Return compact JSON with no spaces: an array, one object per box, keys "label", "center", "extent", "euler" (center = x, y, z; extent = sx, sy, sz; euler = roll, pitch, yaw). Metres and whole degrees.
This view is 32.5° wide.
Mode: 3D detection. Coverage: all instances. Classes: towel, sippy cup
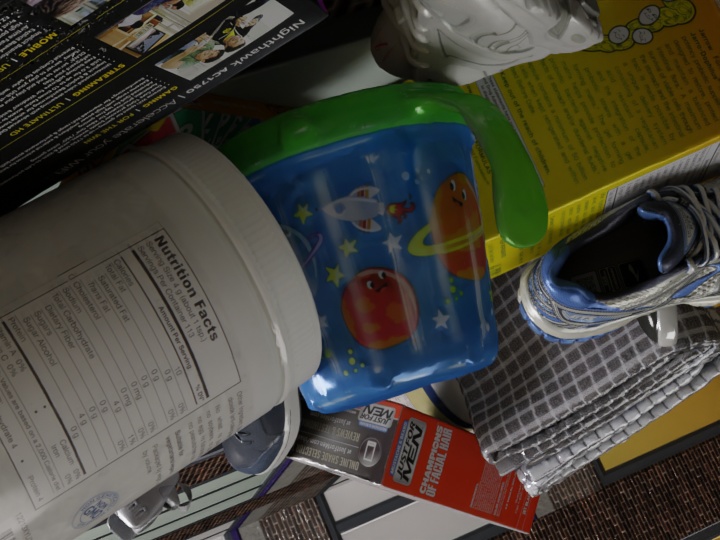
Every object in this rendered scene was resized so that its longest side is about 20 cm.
[{"label":"towel","center":[0.151,0.044,0.911],"extent":[0.200,0.166,0.085],"euler":[-37,144,20]},{"label":"sippy cup","center":[0.005,-0.005,0.595],"extent":[0.139,0.131,0.178],"euler":[-14,172,-10]}]

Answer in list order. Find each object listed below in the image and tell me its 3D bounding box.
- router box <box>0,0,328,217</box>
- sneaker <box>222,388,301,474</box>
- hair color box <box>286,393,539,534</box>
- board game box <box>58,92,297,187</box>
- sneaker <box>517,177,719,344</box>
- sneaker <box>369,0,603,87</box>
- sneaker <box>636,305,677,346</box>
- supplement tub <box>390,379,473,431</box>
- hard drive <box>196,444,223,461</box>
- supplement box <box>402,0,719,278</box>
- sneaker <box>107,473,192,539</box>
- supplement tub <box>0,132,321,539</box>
[{"label":"router box","center":[-0.127,-0.080,0.449],"extent":[0.199,0.051,0.149],"euler":[-28,168,15]},{"label":"sneaker","center":[-0.108,0.085,0.838],"extent":[0.146,0.077,0.203],"euler":[-27,142,-37]},{"label":"hair color box","center":[0.045,0.147,0.963],"extent":[0.110,0.064,0.199],"euler":[9,168,42]},{"label":"board game box","center":[-0.075,-0.045,0.653],"extent":[0.200,0.030,0.096],"euler":[-5,131,-60]},{"label":"sneaker","center":[0.191,-0.015,0.730],"extent":[0.199,0.077,0.085],"euler":[-24,162,-3]},{"label":"sneaker","center":[0.041,-0.118,0.553],"extent":[0.099,0.078,0.200],"euler":[-26,166,22]},{"label":"sneaker","center":[0.146,-0.029,0.832],"extent":[0.098,0.201,0.071],"euler":[-15,151,2]},{"label":"supplement tub","center":[0.037,0.087,1.120],"extent":[0.199,0.145,0.144],"euler":[-21,171,39]},{"label":"hard drive","center":[-0.121,0.088,0.980],"extent":[0.199,0.043,0.135],"euler":[-32,131,32]},{"label":"supplement box","center":[0.125,-0.084,0.744],"extent":[0.199,0.110,0.109],"euler":[-24,166,1]},{"label":"sneaker","center":[-0.252,0.197,1.133],"extent":[0.199,0.116,0.075],"euler":[-17,164,-27]},{"label":"supplement tub","center":[-0.131,0.042,0.514],"extent":[0.199,0.132,0.132],"euler":[-32,171,-25]}]
